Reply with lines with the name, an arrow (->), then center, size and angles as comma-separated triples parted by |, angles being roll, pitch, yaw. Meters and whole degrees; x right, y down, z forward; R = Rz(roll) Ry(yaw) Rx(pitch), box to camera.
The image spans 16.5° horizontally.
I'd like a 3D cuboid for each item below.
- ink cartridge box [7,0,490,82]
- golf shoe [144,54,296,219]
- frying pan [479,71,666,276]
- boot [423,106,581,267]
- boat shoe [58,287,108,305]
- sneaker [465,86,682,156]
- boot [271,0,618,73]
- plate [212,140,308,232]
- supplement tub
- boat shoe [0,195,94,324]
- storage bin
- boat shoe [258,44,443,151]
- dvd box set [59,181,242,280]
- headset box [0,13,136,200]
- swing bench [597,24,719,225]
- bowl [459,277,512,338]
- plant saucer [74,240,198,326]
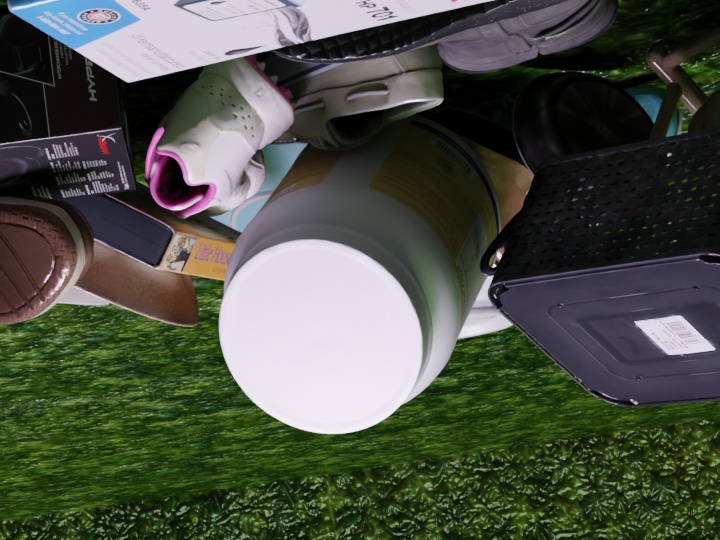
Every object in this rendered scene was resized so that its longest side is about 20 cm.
ink cartridge box -> -0.046, -0.159, 1.128 | 0.199, 0.086, 0.146 | -10, 169, 16
golf shoe -> -0.101, -0.067, 1.498 | 0.092, 0.075, 0.200 | -46, 176, -20
frying pan -> 0.121, -0.072, 1.556 | 0.189, 0.115, 0.031 | -18, 160, -40
boot -> 0.108, -0.037, 1.620 | 0.199, 0.074, 0.076 | 27, 125, -18
boat shoe -> -0.243, -0.018, 1.744 | 0.068, 0.072, 0.199 | 25, -163, 37
sneaker -> 0.116, -0.082, 1.655 | 0.199, 0.078, 0.080 | -12, 156, 12
boot -> 0.042, -0.134, 1.338 | 0.199, 0.070, 0.132 | -7, 167, 4
plate -> -0.022, -0.026, 1.723 | 0.199, 0.026, 0.201 | 13, 152, 7
supplement tub -> 0.000, 0.000, 1.508 | 0.145, 0.146, 0.200 | -12, -161, 19
boat shoe -> -0.214, -0.009, 1.452 | 0.202, 0.075, 0.075 | -16, -166, 44
storage bin -> 0.190, 0.001, 1.439 | 0.199, 0.094, 0.135 | -8, 140, 48
boat shoe -> -0.015, -0.103, 1.473 | 0.072, 0.062, 0.200 | -2, 168, -28
dvd box set -> -0.147, -0.036, 1.565 | 0.146, 0.030, 0.200 | 25, -176, 15
headset box -> -0.230, -0.083, 1.393 | 0.199, 0.078, 0.149 | -7, 169, -2
swing bench -> 0.286, -0.064, 1.504 | 0.199, 0.130, 0.199 | 31, 154, -18
bowl -> 0.073, 0.002, 1.983 | 0.200, 0.091, 0.201 | -7, 169, -1
plant saucer -> -0.188, -0.023, 1.605 | 0.199, 0.032, 0.200 | 26, -176, -2
